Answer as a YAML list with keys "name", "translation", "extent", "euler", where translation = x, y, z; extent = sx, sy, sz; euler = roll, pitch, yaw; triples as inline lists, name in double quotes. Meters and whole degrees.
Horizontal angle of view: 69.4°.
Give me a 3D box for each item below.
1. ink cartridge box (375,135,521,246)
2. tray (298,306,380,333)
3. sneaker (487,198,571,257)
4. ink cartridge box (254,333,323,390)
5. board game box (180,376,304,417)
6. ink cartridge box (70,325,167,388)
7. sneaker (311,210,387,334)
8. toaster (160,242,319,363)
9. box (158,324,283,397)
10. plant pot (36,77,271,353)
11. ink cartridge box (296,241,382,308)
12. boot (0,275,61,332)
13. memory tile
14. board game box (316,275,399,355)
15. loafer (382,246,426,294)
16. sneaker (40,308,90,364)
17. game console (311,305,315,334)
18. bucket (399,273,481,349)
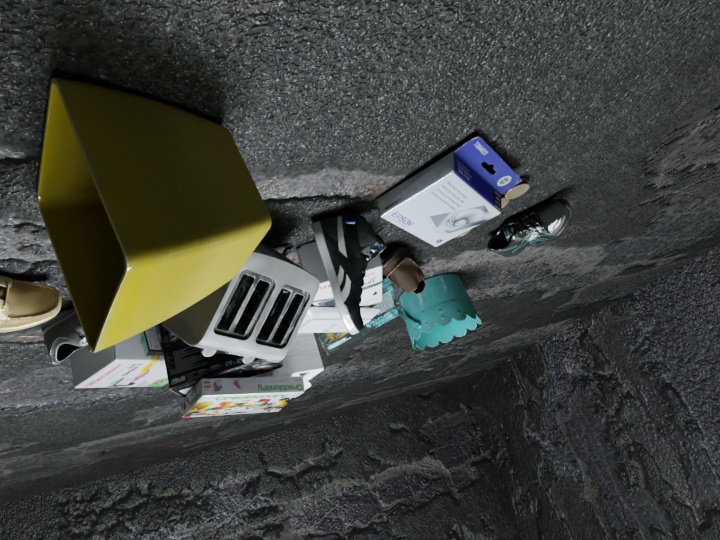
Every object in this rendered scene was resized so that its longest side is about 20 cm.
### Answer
- name: "ink cartridge box"
  translation: [0.160, -0.123, 0.889]
  extent: [0.199, 0.041, 0.199]
  euler: [-31, 150, 28]
- name: "tray"
  translation: [-0.058, 0.106, 1.076]
  extent: [0.199, 0.022, 0.107]
  euler: [5, 151, -42]
- name: "sneaker"
  translation: [0.363, -0.087, 1.128]
  extent: [0.079, 0.076, 0.200]
  euler: [3, 149, -39]
- name: "ink cartridge box"
  translation: [-0.177, 0.170, 1.107]
  extent: [0.124, 0.201, 0.128]
  euler: [-1, 152, -38]
- name: "board game box"
  translation: [-0.222, 0.238, 0.983]
  extent: [0.199, 0.035, 0.126]
  euler: [6, 147, -34]
- name: "ink cartridge box"
  translation: [-0.446, 0.171, 1.042]
  extent: [0.144, 0.085, 0.199]
  euler: [-31, 155, 26]
- name: "sneaker"
  translation: [0.000, 0.000, 0.869]
  extent: [0.111, 0.202, 0.073]
  euler: [-18, -172, 1]
- name: "toaster"
  translation: [-0.179, 0.039, 0.818]
  extent: [0.180, 0.118, 0.201]
  euler: [26, 91, -52]
- name: "box"
  translation: [-0.264, 0.126, 0.982]
  extent: [0.198, 0.165, 0.086]
  euler: [-17, 158, -8]
- name: "plant pot"
  translation: [-0.219, -0.061, 0.566]
  extent: [0.176, 0.201, 0.200]
  euler: [-16, 162, -42]
- name: "ink cartridge box"
  translation: [-0.035, 0.012, 1.012]
  extent: [0.143, 0.085, 0.200]
  euler: [-17, 158, -4]
- name: "boot"
  translation: [-0.482, 0.017, 0.664]
  extent: [0.199, 0.073, 0.155]
  euler: [7, 149, -39]
- name: "memory tile"
  translation: [0.215, -0.120, 1.004]
  extent: [0.152, 0.017, 0.200]
  euler: [1, 150, -42]
- name: "board game box"
  translation: [-0.011, 0.097, 1.183]
  extent: [0.199, 0.028, 0.136]
  euler: [-27, 133, -12]
- name: "loafer"
  translation: [0.102, 0.006, 1.115]
  extent: [0.073, 0.071, 0.200]
  euler: [-45, 157, 11]
- name: "sneaker"
  translation: [-0.437, 0.092, 0.865]
  extent: [0.199, 0.083, 0.075]
  euler: [-26, 157, 16]
- name: "game console"
  translation: [-0.059, 0.076, 1.236]
  extent: [0.198, 0.120, 0.172]
  euler: [-8, -173, -26]
- name: "bucket"
  translation: [0.203, 0.108, 1.373]
  extent: [0.205, 0.136, 0.208]
  euler: [-16, 157, -7]
